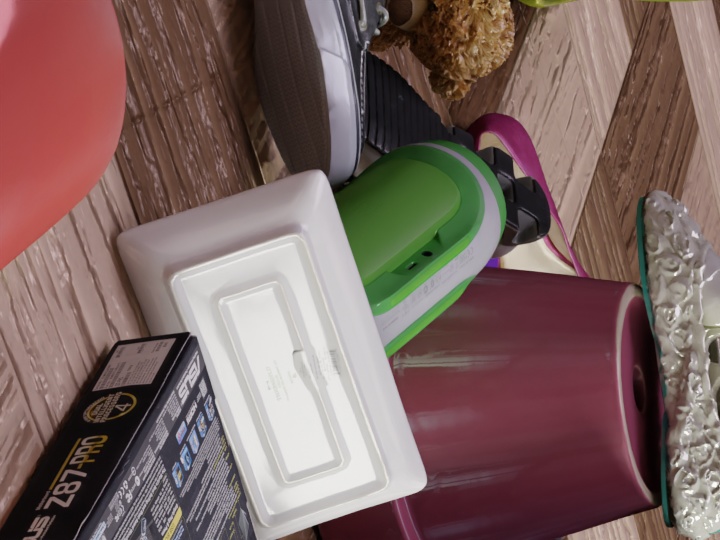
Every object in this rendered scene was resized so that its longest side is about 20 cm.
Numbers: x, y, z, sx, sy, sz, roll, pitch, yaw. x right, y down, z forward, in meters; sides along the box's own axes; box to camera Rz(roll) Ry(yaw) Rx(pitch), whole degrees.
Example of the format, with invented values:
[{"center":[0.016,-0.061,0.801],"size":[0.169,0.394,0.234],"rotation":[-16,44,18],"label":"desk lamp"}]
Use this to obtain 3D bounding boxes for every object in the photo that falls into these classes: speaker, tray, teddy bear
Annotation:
[{"center":[0.000,0.000,1.586],"size":[0.200,0.088,0.089],"rotation":[-38,121,-50],"label":"speaker"},{"center":[-0.040,0.051,1.480],"size":[0.022,0.107,0.200],"rotation":[-109,180,-59],"label":"tray"},{"center":[0.034,-0.194,1.754],"size":[0.067,0.145,0.200],"rotation":[26,52,-37],"label":"teddy bear"}]

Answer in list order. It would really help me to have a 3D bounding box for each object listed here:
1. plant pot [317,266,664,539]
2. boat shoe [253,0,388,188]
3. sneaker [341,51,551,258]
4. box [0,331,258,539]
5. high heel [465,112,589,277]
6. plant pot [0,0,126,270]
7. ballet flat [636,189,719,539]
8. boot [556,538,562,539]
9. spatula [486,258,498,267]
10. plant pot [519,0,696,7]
[{"center":[0.079,0.079,1.706],"size":[0.200,0.179,0.201],"rotation":[-7,90,-70],"label":"plant pot"},{"center":[-0.017,-0.145,1.632],"size":[0.071,0.072,0.201],"rotation":[-9,92,-34],"label":"boat shoe"},{"center":[0.014,-0.057,1.737],"size":[0.200,0.088,0.074],"rotation":[37,39,-31],"label":"sneaker"},{"center":[-0.101,0.146,1.365],"size":[0.200,0.049,0.161],"rotation":[-65,142,-57],"label":"box"},{"center":[0.115,-0.009,1.996],"size":[0.096,0.067,0.200],"rotation":[-25,103,-80],"label":"high heel"},{"center":[-0.198,-0.041,0.952],"size":[0.177,0.200,0.201],"rotation":[-59,140,-46],"label":"plant pot"},{"center":[0.198,0.052,1.687],"size":[0.072,0.072,0.201],"rotation":[21,64,-69],"label":"ballet flat"},{"center":[0.116,0.262,1.925],"size":[0.200,0.068,0.189],"rotation":[-73,151,-47],"label":"boot"},{"center":[0.085,0.042,1.975],"size":[0.057,0.021,0.200],"rotation":[-56,137,-54],"label":"spatula"},{"center":[0.194,-0.288,2.155],"size":[0.200,0.181,0.200],"rotation":[-25,107,-70],"label":"plant pot"}]
